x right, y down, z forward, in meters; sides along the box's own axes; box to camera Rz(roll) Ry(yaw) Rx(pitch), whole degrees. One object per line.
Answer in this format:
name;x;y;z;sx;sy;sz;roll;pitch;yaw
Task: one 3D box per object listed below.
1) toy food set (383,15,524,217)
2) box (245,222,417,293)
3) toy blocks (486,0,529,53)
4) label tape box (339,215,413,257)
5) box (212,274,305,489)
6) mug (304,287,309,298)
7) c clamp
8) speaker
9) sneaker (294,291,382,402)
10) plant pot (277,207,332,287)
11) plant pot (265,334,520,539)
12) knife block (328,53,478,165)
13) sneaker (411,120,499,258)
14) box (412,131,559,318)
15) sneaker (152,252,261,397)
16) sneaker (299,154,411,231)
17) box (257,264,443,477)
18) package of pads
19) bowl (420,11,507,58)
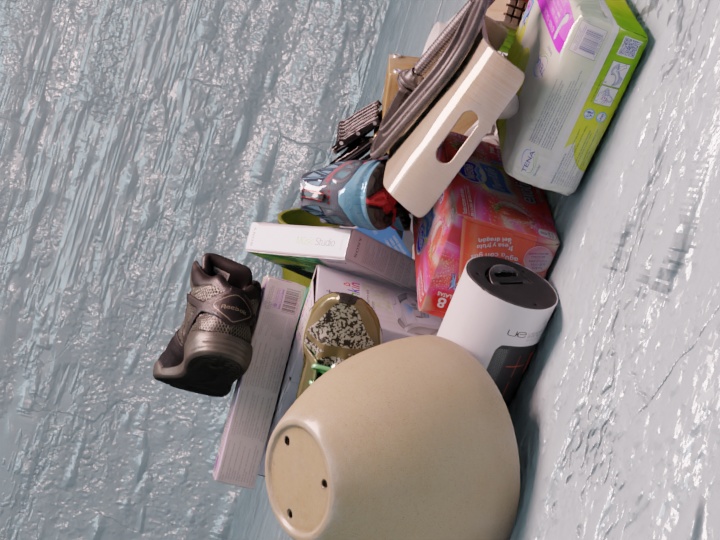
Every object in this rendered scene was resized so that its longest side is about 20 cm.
toy food set;0.087;-0.136;0.984;0.144;0.060;0.200;-55;8;19
box;0.000;0.000;1.172;0.144;0.200;0.036;5;75;43
toy blocks;0.187;-0.316;1.143;0.137;0.100;0.200;-138;63;-69
label tape box;0.036;-0.027;1.360;0.063;0.144;0.200;-22;32;20
box;-0.097;0.105;1.086;0.039;0.041;0.200;-172;96;-79
mug;-0.003;0.094;1.434;0.185;0.114;0.152;50;-146;-65
c clamp;0.071;-0.187;0.987;0.200;0.027;0.171;-47;18;44
speaker;0.090;0.089;0.948;0.081;0.081;0.200;-88;17;-63
sneaker;-0.028;0.116;1.005;0.089;0.077;0.200;-82;4;-66
plant pot;-0.023;0.027;1.577;0.200;0.200;0.193;-104;19;-75
plant pot;0.005;0.154;0.885;0.200;0.134;0.201;3;94;54
knife block;0.068;-0.147;1.279;0.064;0.200;0.176;-87;4;-58
sneaker;0.116;-0.075;1.200;0.200;0.076;0.081;-64;0;28
box;0.107;-0.038;1.038;0.200;0.095;0.103;-88;15;-62
sneaker;-0.144;0.056;1.092;0.199;0.076;0.114;137;148;-63
sneaker;-0.004;-0.080;1.083;0.200;0.095;0.079;-6;-79;-76
box;0.008;0.121;1.113;0.097;0.176;0.200;-89;16;-62
package of pads;0.169;-0.171;0.975;0.200;0.068;0.155;-86;15;-60
bowl;0.123;-0.245;1.375;0.201;0.094;0.201;-163;90;-82
